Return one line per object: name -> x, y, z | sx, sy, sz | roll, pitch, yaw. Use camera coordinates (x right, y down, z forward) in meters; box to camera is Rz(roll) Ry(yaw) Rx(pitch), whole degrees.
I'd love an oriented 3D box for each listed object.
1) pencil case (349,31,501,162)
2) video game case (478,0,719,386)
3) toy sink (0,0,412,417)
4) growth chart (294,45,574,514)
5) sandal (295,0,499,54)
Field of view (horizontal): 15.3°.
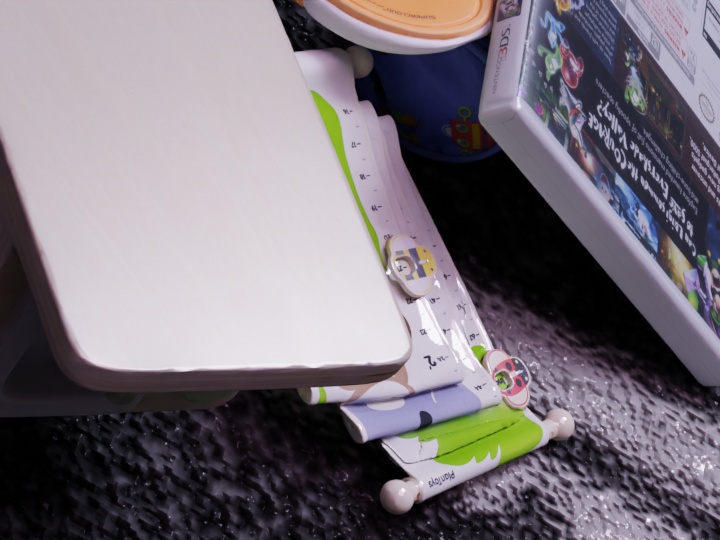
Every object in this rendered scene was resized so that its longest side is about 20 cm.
pencil case -> 0.057, -0.133, 1.185 | 0.200, 0.087, 0.078 | -63, 145, -44
video game case -> 0.118, -0.078, 1.156 | 0.200, 0.023, 0.182 | 47, 41, -40
toy sink -> -0.089, -0.018, 0.909 | 0.130, 0.112, 0.200 | -1, 55, -35
growth chart -> 0.000, 0.000, 1.054 | 0.145, 0.018, 0.200 | -27, 89, -52
sandal -> -0.017, -0.174, 1.097 | 0.079, 0.059, 0.207 | -25, 66, -31
